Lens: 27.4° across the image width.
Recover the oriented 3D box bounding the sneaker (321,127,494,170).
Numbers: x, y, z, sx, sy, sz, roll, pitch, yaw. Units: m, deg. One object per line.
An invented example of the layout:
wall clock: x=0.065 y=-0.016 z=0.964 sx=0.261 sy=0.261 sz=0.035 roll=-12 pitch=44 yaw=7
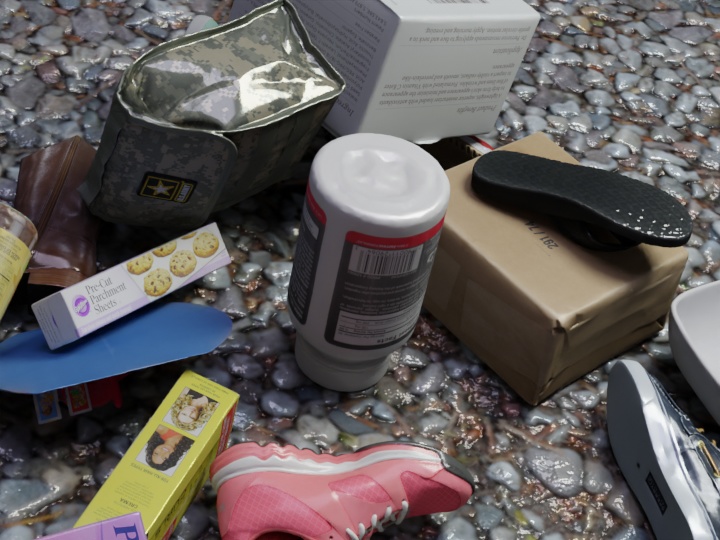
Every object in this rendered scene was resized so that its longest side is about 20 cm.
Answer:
sneaker: x=0.069 y=-0.149 z=1.460 sx=0.199 sy=0.072 sz=0.113 roll=24 pitch=46 yaw=16

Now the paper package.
paper package: x=0.156 y=-0.007 z=1.300 sx=0.190 sy=0.104 sz=0.200 roll=-23 pitch=52 yaw=-36

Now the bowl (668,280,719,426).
bowl: x=0.372 y=0.096 z=1.261 sx=0.198 sy=0.075 sz=0.200 roll=-9 pitch=46 yaw=-24

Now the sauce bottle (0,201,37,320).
sauce bottle: x=-0.311 y=0.044 z=1.116 sx=0.064 sy=0.065 sz=0.201 roll=18 pitch=67 yaw=7

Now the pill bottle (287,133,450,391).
pill bottle: x=0.000 y=0.000 z=1.178 sx=0.110 sy=0.201 sz=0.111 roll=7 pitch=41 yaw=-7

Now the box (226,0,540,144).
box: x=0.018 y=-0.221 z=1.343 sx=0.198 sy=0.131 sz=0.200 roll=-10 pitch=42 yaw=-46

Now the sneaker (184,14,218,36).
sneaker: x=-0.118 y=-0.166 z=1.427 sx=0.117 sy=0.074 sz=0.202 roll=1 pitch=52 yaw=-3

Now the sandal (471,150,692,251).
sandal: x=0.189 y=-0.053 z=1.256 sx=0.199 sy=0.048 sz=0.075 roll=20 pitch=40 yaw=27

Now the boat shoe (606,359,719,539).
boat shoe: x=0.266 y=0.157 z=1.176 sx=0.090 sy=0.071 sz=0.201 roll=-2 pitch=50 yaw=-18

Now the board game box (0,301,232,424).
board game box: x=-0.196 y=0.074 z=1.153 sx=0.198 sy=0.039 sz=0.158 roll=-13 pitch=17 yaw=-18

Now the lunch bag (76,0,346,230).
lunch bag: x=-0.134 y=-0.118 z=1.238 sx=0.199 sy=0.164 sz=0.118 roll=-27 pitch=76 yaw=-31

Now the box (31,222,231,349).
box: x=-0.182 y=0.010 z=1.203 sx=0.200 sy=0.039 sz=0.042 roll=-28 pitch=96 yaw=-54

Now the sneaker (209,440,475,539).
sneaker: x=-0.012 y=0.180 z=1.091 sx=0.198 sy=0.074 sz=0.087 roll=1 pitch=56 yaw=-7

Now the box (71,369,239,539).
box: x=-0.154 y=0.165 z=1.055 sx=0.050 sy=0.076 sz=0.200 roll=23 pitch=41 yaw=7

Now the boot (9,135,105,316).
boot: x=-0.303 y=-0.051 z=1.265 sx=0.185 sy=0.064 sz=0.201 roll=15 pitch=42 yaw=-11

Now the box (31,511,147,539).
box: x=-0.208 y=0.258 z=0.865 sx=0.199 sy=0.097 sz=0.177 roll=-12 pitch=77 yaw=-26
